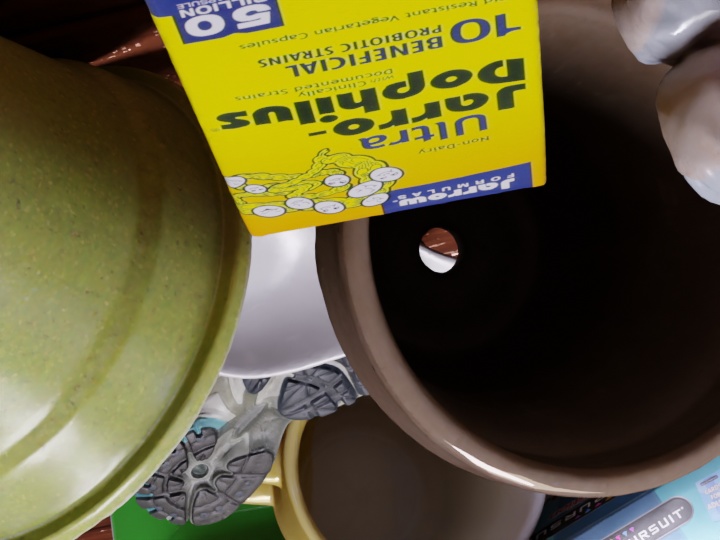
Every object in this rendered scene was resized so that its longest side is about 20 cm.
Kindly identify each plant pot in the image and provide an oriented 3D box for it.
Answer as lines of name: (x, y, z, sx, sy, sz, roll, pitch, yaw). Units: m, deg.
plant pot: (-0.172, -0.020, 0.789, 0.200, 0.201, 0.184, -20, 146, 28)
plant pot: (0.061, -0.011, 0.915, 0.200, 0.201, 0.175, -2, 177, -19)

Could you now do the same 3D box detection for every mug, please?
mug: (0.000, 0.110, 1.316, 0.186, 0.150, 0.153, 35, 162, -4)

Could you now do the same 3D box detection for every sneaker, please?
sneaker: (-0.048, 0.036, 1.151, 0.200, 0.086, 0.078, -40, 129, 19)

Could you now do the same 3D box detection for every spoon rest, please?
spoon rest: (0.000, 0.000, 1.051, 0.200, 0.100, 0.061, -5, -155, -24)

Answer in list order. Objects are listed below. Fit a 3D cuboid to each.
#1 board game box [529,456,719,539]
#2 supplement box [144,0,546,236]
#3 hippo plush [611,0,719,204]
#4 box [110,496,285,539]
board game box: (0.156, 0.126, 1.319, 0.151, 0.047, 0.200, -33, -173, 14)
supplement box: (-0.005, -0.100, 0.714, 0.109, 0.110, 0.200, -10, 161, 3)
hippo plush: (0.189, -0.084, 0.757, 0.161, 0.200, 0.159, -28, 176, 26)
box: (-0.053, 0.179, 1.501, 0.199, 0.097, 0.177, -10, 161, 1)
